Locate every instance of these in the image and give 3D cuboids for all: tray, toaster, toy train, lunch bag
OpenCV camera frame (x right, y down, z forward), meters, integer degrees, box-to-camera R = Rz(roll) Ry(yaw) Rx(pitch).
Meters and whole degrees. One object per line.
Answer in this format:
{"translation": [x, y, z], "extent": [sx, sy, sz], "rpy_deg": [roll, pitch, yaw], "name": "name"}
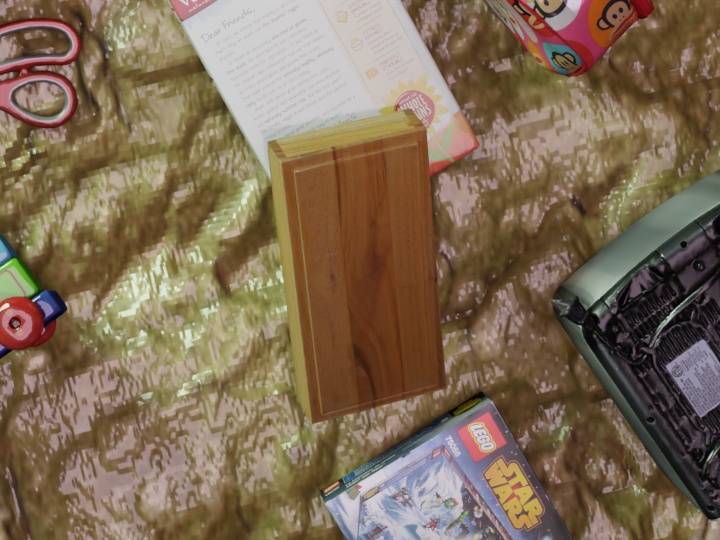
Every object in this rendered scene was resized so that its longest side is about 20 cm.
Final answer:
{"translation": [0.000, 0.000, 1.293], "extent": [0.098, 0.037, 0.201], "rpy_deg": [-14, 123, -13], "name": "tray"}
{"translation": [0.243, 0.038, 1.333], "extent": [0.181, 0.119, 0.200], "rpy_deg": [-37, 101, -3], "name": "toaster"}
{"translation": [-0.302, 0.043, 1.280], "extent": [0.200, 0.085, 0.116], "rpy_deg": [-36, 90, -2], "name": "toy train"}
{"translation": [0.092, -0.211, 1.240], "extent": [0.082, 0.200, 0.176], "rpy_deg": [-44, 102, 4], "name": "lunch bag"}

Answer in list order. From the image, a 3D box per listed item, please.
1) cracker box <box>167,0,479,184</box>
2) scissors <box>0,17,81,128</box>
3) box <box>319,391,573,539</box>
{"translation": [-0.028, -0.137, 1.302], "extent": [0.134, 0.058, 0.201], "rpy_deg": [-30, 102, -2], "name": "cracker box"}
{"translation": [-0.281, -0.121, 1.293], "extent": [0.199, 0.014, 0.074], "rpy_deg": [-8, 101, -6], "name": "scissors"}
{"translation": [0.080, 0.205, 1.372], "extent": [0.137, 0.040, 0.201], "rpy_deg": [-30, 100, -2], "name": "box"}
